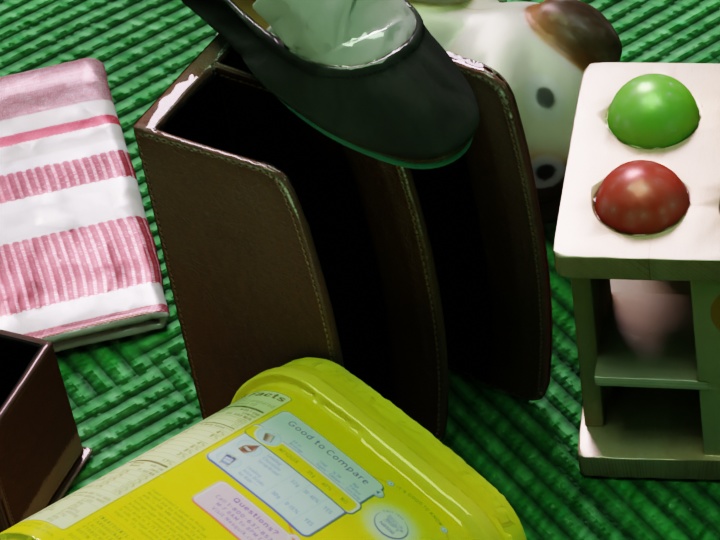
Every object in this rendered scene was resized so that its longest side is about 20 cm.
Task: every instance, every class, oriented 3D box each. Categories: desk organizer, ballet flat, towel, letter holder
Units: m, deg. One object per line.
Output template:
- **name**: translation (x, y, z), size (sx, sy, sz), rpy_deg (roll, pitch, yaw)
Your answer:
- **desk organizer**: translation (-0.233, 0.061, 1.365), size (0.199, 0.077, 0.072), rpy_deg (13, 48, 23)
- **ballet flat**: translation (-0.028, -0.113, 1.220), size (0.068, 0.069, 0.200), rpy_deg (-34, 49, -23)
- **towel**: translation (-0.182, -0.026, 1.487), size (0.143, 0.023, 0.200), rpy_deg (-14, 45, -6)
- **letter holder**: translation (0.000, 0.000, 1.294), size (0.142, 0.201, 0.101), rpy_deg (20, 51, 27)

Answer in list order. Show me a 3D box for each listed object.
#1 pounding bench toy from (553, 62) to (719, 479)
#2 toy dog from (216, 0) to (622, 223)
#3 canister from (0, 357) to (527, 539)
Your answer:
- **pounding bench toy**: translation (0.163, -0.032, 1.327), size (0.124, 0.156, 0.201), rpy_deg (1, 44, 12)
- **toy dog**: translation (0.036, -0.096, 1.456), size (0.200, 0.140, 0.193), rpy_deg (30, 20, 36)
- **canister**: translation (-0.045, 0.127, 1.189), size (0.148, 0.087, 0.200), rpy_deg (38, 36, 19)
